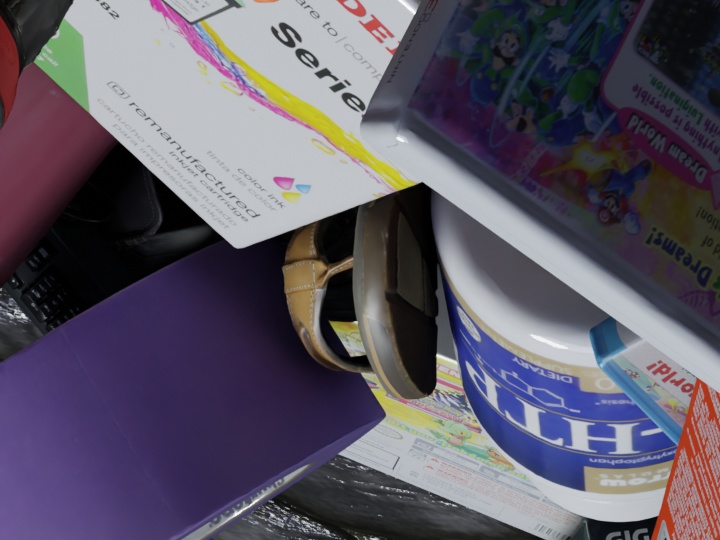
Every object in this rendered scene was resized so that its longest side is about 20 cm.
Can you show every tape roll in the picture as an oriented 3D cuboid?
[{"bbox_3d":[-0.095,0.073,0.998,0.085,0.199,0.200,58,158,5],"label":"tape roll"}]

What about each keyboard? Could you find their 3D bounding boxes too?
[{"bbox_3d":[-0.168,-0.047,1.074,0.200,0.040,0.104,49,143,-3],"label":"keyboard"}]

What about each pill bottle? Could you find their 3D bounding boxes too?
[{"bbox_3d":[0.091,0.014,0.954,0.119,0.120,0.200,17,158,15],"label":"pill bottle"}]

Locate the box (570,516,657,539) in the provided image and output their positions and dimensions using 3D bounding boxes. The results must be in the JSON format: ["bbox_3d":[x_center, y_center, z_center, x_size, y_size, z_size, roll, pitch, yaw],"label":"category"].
[{"bbox_3d":[0.160,0.148,1.205,0.158,0.046,0.200,-6,161,-9],"label":"box"}]

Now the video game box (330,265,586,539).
[{"bbox_3d":[0.067,0.065,1.199,0.199,0.047,0.182,22,161,0],"label":"video game box"}]

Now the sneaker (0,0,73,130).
[{"bbox_3d":[-0.150,-0.081,0.800,0.200,0.098,0.071,1,136,49],"label":"sneaker"}]

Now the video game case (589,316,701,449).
[{"bbox_3d":[0.191,0.013,0.837,0.199,0.018,0.143,-30,134,19],"label":"video game case"}]

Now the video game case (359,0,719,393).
[{"bbox_3d":[0.115,-0.060,0.668,0.200,0.183,0.024,34,166,-27],"label":"video game case"}]

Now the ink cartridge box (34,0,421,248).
[{"bbox_3d":[-0.023,-0.097,0.822,0.145,0.084,0.200,43,154,-16],"label":"ink cartridge box"}]

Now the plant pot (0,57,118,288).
[{"bbox_3d":[-0.188,-0.048,0.956,0.200,0.179,0.200,51,-173,-9],"label":"plant pot"}]

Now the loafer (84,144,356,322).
[{"bbox_3d":[-0.072,-0.032,1.093,0.199,0.073,0.072,3,143,23],"label":"loafer"}]

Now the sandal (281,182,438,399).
[{"bbox_3d":[0.000,0.000,0.946,0.054,0.082,0.200,-1,-175,0],"label":"sandal"}]

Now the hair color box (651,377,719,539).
[{"bbox_3d":[0.161,0.046,0.807,0.110,0.064,0.201,-3,137,-10],"label":"hair color box"}]

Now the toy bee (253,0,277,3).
[{"bbox_3d":[-0.011,-0.114,0.646,0.130,0.109,0.200,16,124,-23],"label":"toy bee"}]
